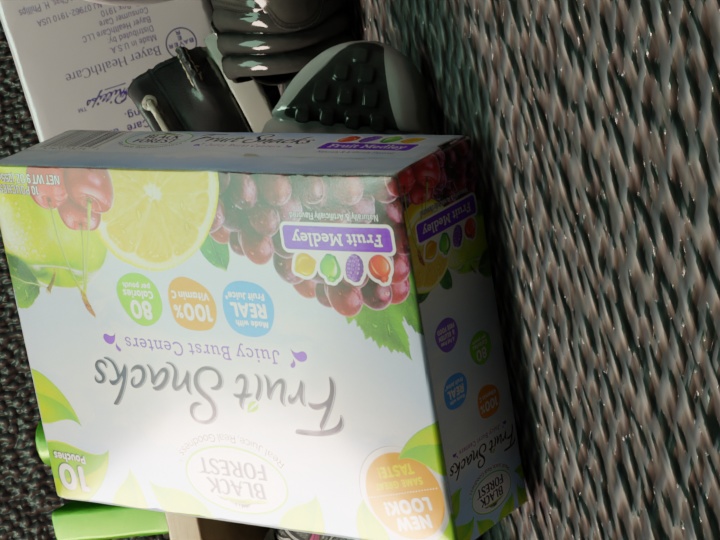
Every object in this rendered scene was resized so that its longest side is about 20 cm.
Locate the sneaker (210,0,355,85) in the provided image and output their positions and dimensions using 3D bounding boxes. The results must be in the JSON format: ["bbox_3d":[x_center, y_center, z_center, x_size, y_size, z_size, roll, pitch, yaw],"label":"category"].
[{"bbox_3d":[-0.052,-0.139,1.142,0.200,0.070,0.100,-129,30,-71],"label":"sneaker"}]

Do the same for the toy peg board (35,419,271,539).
[{"bbox_3d":[-0.072,0.129,1.269,0.199,0.097,0.201,-22,-78,-64],"label":"toy peg board"}]

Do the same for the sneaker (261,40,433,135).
[{"bbox_3d":[0.000,0.000,0.991,0.081,0.075,0.201,-41,-39,-56],"label":"sneaker"}]

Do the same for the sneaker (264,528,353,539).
[{"bbox_3d":[0.006,0.116,1.136,0.200,0.080,0.075,175,99,-76],"label":"sneaker"}]

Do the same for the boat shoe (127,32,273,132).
[{"bbox_3d":[-0.042,-0.013,1.167,0.201,0.060,0.074,63,-178,-4],"label":"boat shoe"}]

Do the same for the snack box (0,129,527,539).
[{"bbox_3d":[-0.041,0.022,0.939,0.199,0.053,0.143,3,112,38],"label":"snack box"}]

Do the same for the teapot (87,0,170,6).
[{"bbox_3d":[-0.060,-0.177,0.858,0.197,0.145,0.201,-122,20,-71],"label":"teapot"}]

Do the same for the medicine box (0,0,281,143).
[{"bbox_3d":[-0.099,-0.076,1.293,0.182,0.102,0.201,-62,-44,-81],"label":"medicine box"}]
